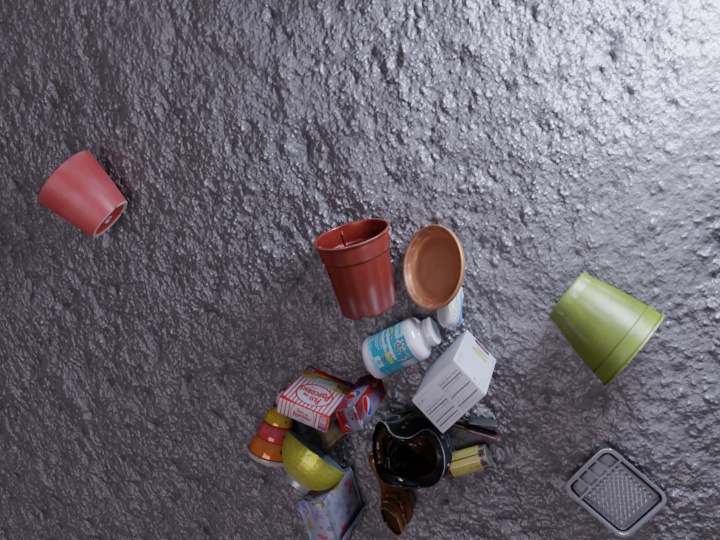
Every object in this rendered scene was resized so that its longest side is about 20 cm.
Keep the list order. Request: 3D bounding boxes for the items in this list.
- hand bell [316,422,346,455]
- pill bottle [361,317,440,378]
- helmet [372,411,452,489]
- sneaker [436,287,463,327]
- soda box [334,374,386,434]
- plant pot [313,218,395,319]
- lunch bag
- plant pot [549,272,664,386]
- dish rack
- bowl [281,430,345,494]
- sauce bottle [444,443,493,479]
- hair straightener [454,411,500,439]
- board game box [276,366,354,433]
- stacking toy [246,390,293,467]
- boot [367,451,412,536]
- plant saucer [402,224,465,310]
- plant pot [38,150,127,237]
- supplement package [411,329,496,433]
[{"bbox_3d":[-0.125,0.405,1.837,0.201,0.103,0.104,50,116,15],"label":"hand bell"},{"bbox_3d":[0.107,0.192,1.664,0.197,0.111,0.113,-28,94,24],"label":"pill bottle"},{"bbox_3d":[0.140,0.462,1.681,0.185,0.200,0.206,3,110,-19],"label":"helmet"},{"bbox_3d":[0.223,0.038,1.611,0.071,0.071,0.207,2,95,49],"label":"sneaker"},{"bbox_3d":[0.003,0.343,1.695,0.062,0.200,0.072,-19,98,23],"label":"soda box"},{"bbox_3d":[0.000,0.000,1.617,0.195,0.201,0.201,-6,111,21],"label":"plant pot"},{"bbox_3d":[-0.068,0.692,1.836,0.124,0.169,0.206,-9,102,30],"label":"lunch bag"},{"bbox_3d":[0.534,0.114,1.452,0.192,0.199,0.203,42,115,18],"label":"plant pot"},{"bbox_3d":[0.628,0.540,1.602,0.199,0.043,0.173,39,113,7],"label":"dish rack"},{"bbox_3d":[-0.148,0.543,1.780,0.197,0.200,0.109,34,81,8],"label":"bowl"},{"bbox_3d":[0.254,0.515,1.725,0.196,0.065,0.066,-23,97,26],"label":"sauce bottle"},{"bbox_3d":[0.270,0.378,1.699,0.194,0.041,0.079,14,109,21],"label":"hair straightener"},{"bbox_3d":[-0.117,0.342,1.741,0.147,0.200,0.048,19,111,13],"label":"board game box"},{"bbox_3d":[-0.240,0.446,1.871,0.142,0.146,0.206,15,95,15],"label":"stacking toy"},{"bbox_3d":[0.074,0.603,1.766,0.074,0.155,0.201,-42,88,25],"label":"boot"},{"bbox_3d":[0.182,-0.007,1.576,0.197,0.037,0.207,-5,83,50],"label":"plant saucer"},{"bbox_3d":[-0.779,-0.206,1.851,0.177,0.201,0.200,43,115,-8],"label":"plant pot"},{"bbox_3d":[0.232,0.266,1.587,0.111,0.200,0.156,43,114,2],"label":"supplement package"}]
